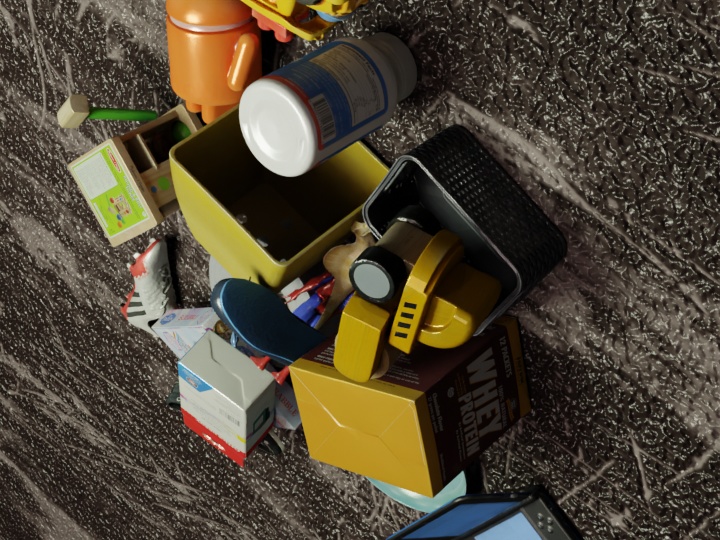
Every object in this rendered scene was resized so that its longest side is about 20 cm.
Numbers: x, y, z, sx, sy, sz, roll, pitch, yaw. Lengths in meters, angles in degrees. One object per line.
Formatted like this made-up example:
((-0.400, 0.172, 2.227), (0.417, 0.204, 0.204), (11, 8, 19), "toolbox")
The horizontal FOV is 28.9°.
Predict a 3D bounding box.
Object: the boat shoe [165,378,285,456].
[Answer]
((-0.197, 0.217, 1.992), (0.199, 0.066, 0.075), (34, 157, 19), "boat shoe")

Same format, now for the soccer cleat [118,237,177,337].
((-0.304, 0.026, 2.073), (0.085, 0.069, 0.200), (37, 141, 8), "soccer cleat")

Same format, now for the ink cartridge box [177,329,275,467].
((-0.180, 0.177, 1.885), (0.116, 0.067, 0.200), (35, 153, 14), "ink cartridge box")

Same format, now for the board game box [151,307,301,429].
((-0.184, 0.137, 1.968), (0.200, 0.041, 0.199), (51, 157, -18), "board game box")

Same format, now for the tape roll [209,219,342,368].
((-0.112, 0.029, 1.877), (0.200, 0.066, 0.201), (25, 131, 33), "tape roll")

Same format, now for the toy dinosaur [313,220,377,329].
((0.000, 0.000, 1.708), (0.058, 0.101, 0.200), (-98, 24, -43), "toy dinosaur")

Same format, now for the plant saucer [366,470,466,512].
((0.060, 0.239, 1.855), (0.200, 0.027, 0.201), (24, 139, 23), "plant saucer")

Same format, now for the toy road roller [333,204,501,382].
((0.064, 0.043, 1.528), (0.146, 0.123, 0.200), (28, 133, 14), "toy road roller")

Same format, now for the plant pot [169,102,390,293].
((-0.106, -0.079, 1.714), (0.200, 0.200, 0.177), (44, 150, 14), "plant pot")

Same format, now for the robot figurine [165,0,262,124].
((-0.176, -0.280, 1.695), (0.116, 0.144, 0.201), (1, 124, 1), "robot figurine")

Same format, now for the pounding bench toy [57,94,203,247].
((-0.290, -0.164, 1.855), (0.124, 0.156, 0.200), (-21, 100, 50), "pounding bench toy")

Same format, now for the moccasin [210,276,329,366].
((-0.115, 0.075, 1.672), (0.068, 0.081, 0.200), (6, 151, 46), "moccasin")

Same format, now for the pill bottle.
((-0.029, -0.191, 1.541), (0.112, 0.200, 0.113), (24, 130, 32), "pill bottle")

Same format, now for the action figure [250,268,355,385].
((-0.057, 0.049, 1.764), (0.065, 0.200, 0.052), (41, -179, -28), "action figure")

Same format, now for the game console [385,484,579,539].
((0.160, 0.357, 1.785), (0.171, 0.118, 0.200), (53, 141, 4), "game console")

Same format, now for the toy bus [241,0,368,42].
((-0.064, -0.325, 1.554), (0.200, 0.136, 0.192), (34, 149, 21), "toy bus")

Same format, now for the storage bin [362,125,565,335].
((0.116, -0.045, 1.579), (0.200, 0.094, 0.135), (48, 139, 8), "storage bin")

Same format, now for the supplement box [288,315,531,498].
((0.062, 0.142, 1.673), (0.197, 0.200, 0.133), (11, 124, 40), "supplement box")
